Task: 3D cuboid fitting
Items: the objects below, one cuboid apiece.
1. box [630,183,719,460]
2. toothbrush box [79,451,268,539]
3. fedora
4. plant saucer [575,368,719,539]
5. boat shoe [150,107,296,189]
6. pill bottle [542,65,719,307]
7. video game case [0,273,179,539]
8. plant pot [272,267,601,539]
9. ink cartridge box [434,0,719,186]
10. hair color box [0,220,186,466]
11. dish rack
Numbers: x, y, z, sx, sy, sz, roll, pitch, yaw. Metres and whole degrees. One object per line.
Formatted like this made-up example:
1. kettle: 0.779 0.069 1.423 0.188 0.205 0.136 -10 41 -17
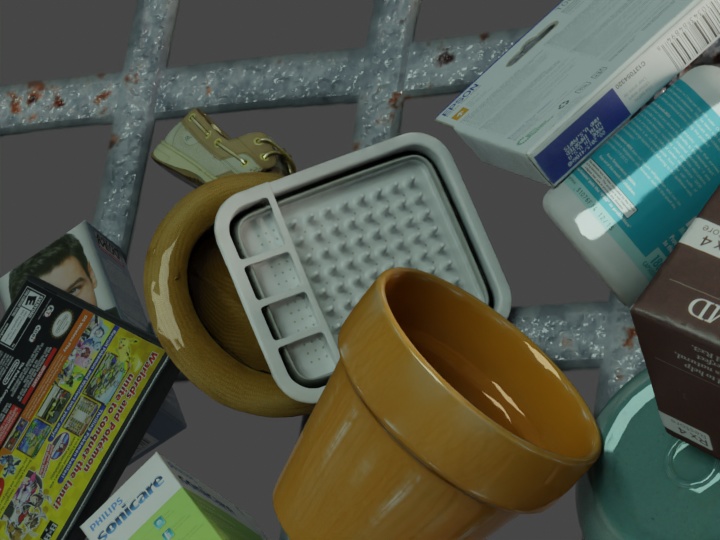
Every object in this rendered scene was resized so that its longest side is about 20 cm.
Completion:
1. box: 0.309 0.027 1.437 0.166 0.164 0.200 25 66 31
2. toothbrush box: -0.094 0.247 1.585 0.086 0.146 0.200 -43 53 3
3. fedora: -0.077 0.025 1.705 0.200 0.082 0.201 3 75 -10
4. plant saucer: 0.239 0.139 1.526 0.199 0.036 0.201 -13 60 23
5. boat shoe: -0.093 -0.084 1.802 0.200 0.074 0.067 28 86 36
6. pill bottle: 0.240 -0.074 1.590 0.200 0.111 0.111 -41 53 5
7. video game case: -0.253 0.121 1.741 0.180 0.025 0.200 23 80 37
8. plant pot: 0.039 0.131 1.554 0.183 0.200 0.200 -51 51 19
9. ink cartridge box: 0.171 -0.154 1.675 0.196 0.043 0.200 -42 20 -6
10. hair color box: -0.226 0.068 1.804 0.099 0.061 0.200 -33 53 11
11. dish rack: 0.000 0.000 1.660 0.199 0.044 0.172 -21 80 -16
